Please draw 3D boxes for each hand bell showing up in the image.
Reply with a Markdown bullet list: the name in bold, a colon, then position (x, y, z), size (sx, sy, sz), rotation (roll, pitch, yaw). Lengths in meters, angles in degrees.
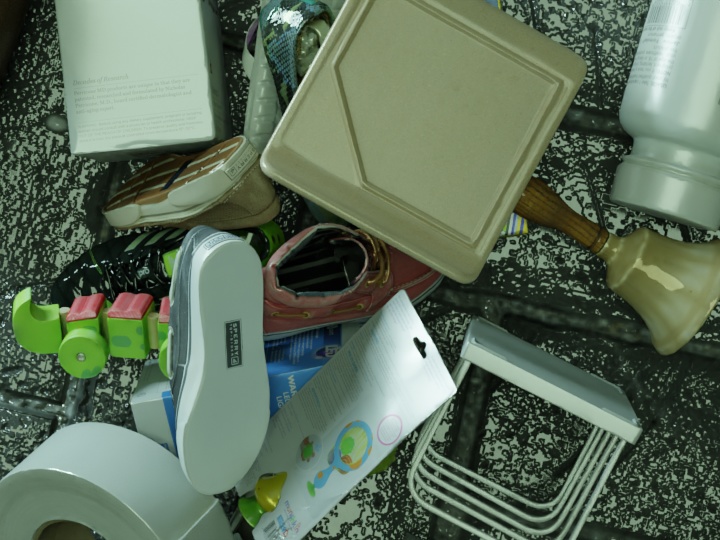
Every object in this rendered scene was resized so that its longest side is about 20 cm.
- **hand bell**: position (0.178, -0.026, 1.319), size (0.200, 0.104, 0.104), rotation (29, 92, -9)

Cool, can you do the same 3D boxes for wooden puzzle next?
- **wooden puzzle**: position (0.047, -0.116, 1.266), size (0.185, 0.037, 0.200), rotation (29, 82, -5)

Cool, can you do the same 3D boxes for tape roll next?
- **tape roll**: position (-0.195, 0.221, 1.326), size (0.202, 0.071, 0.203), rotation (15, 123, 24)

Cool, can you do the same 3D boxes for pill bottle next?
- **pill bottle**: position (0.266, -0.138, 1.326), size (0.114, 0.114, 0.200), rotation (17, 91, 3)

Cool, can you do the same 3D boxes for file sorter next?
- **file sorter**: position (0.119, 0.127, 1.298), size (0.139, 0.200, 0.125), rotation (27, 96, 3)

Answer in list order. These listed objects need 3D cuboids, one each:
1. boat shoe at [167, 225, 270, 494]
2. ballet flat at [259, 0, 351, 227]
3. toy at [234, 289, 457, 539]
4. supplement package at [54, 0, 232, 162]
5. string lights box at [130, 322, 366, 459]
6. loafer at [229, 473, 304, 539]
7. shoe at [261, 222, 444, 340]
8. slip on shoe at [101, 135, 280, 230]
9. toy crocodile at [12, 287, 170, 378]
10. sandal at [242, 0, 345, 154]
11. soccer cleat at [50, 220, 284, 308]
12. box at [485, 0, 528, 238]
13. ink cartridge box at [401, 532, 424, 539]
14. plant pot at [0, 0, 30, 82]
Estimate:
- **boat shoe**: position (-0.114, 0.066, 1.264), size (0.072, 0.068, 0.201), rotation (-10, 110, -29)
- **ballet flat**: position (-0.026, -0.121, 1.335), size (0.074, 0.074, 0.200), rotation (-18, 113, 3)
- **toy**: position (-0.008, 0.123, 1.255), size (0.200, 0.115, 0.047), rotation (-42, 133, 14)
- **supplement package**: position (-0.174, -0.194, 1.350), size (0.117, 0.117, 0.201), rotation (-6, 91, 3)
- **string lights box**: position (-0.075, 0.094, 1.349), size (0.199, 0.103, 0.059), rotation (-11, 106, 4)
- **loafer**: position (-0.086, 0.228, 1.372), size (0.070, 0.070, 0.200), rotation (21, 92, 3)
- **shoe**: position (0.000, 0.000, 1.312), size (0.200, 0.091, 0.072), rotation (-16, 79, -29)
- **slip on shoe**: position (-0.133, -0.055, 1.329), size (0.061, 0.200, 0.076), rotation (50, 54, -21)
- **toy crocodile**: position (-0.173, 0.045, 1.326), size (0.199, 0.068, 0.062), rotation (2, 117, 3)
- **sandal**: position (-0.065, -0.178, 1.374), size (0.050, 0.082, 0.203), rotation (9, 82, 46)
- **soccer cleat**: position (-0.160, -0.004, 1.368), size (0.200, 0.081, 0.068), rotation (-16, 90, 3)
- **box**: position (0.090, -0.124, 1.362), size (0.070, 0.064, 0.201), rotation (-7, 90, 3)
- **ink cartridge box**: position (0.095, 0.319, 1.354), size (0.200, 0.088, 0.146), rotation (23, 91, 1)
- **plant pot**: position (-0.348, -0.195, 1.343), size (0.186, 0.187, 0.200), rotation (9, 105, 3)
